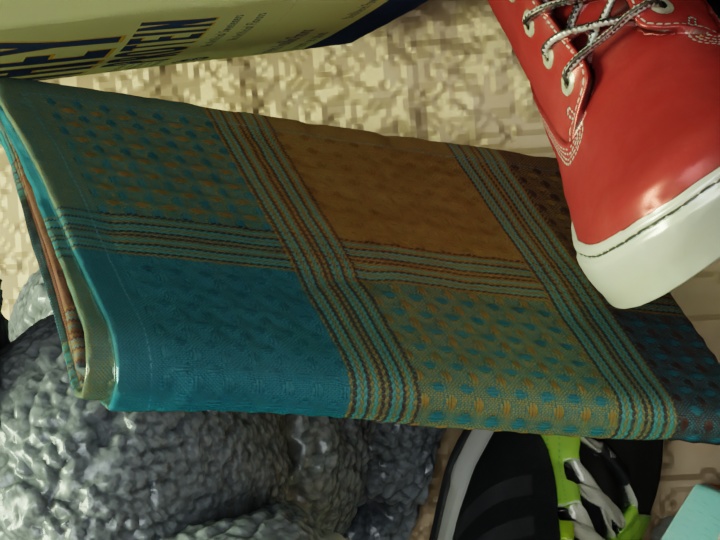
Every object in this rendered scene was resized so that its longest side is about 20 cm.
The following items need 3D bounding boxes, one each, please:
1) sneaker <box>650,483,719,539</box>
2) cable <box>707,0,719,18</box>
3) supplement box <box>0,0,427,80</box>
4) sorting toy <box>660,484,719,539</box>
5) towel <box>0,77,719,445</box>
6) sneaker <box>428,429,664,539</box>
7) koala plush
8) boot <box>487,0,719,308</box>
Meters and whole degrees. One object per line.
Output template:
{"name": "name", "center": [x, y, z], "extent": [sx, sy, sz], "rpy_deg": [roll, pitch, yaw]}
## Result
{"name": "sneaker", "center": [0.108, 0.132, 0.797], "extent": [0.077, 0.078, 0.200], "rpy_deg": [41, 100, -13]}
{"name": "cable", "center": [0.101, -0.150, 0.747], "extent": [0.163, 0.051, 0.201], "rpy_deg": [24, 136, 32]}
{"name": "supplement box", "center": [-0.094, -0.160, 0.749], "extent": [0.199, 0.134, 0.201], "rpy_deg": [-8, 89, -15]}
{"name": "sorting toy", "center": [0.161, 0.064, 0.697], "extent": [0.199, 0.107, 0.181], "rpy_deg": [4, 103, -28]}
{"name": "towel", "center": [0.000, 0.000, 0.733], "extent": [0.199, 0.147, 0.022], "rpy_deg": [7, 122, -24]}
{"name": "sneaker", "center": [0.057, 0.105, 0.758], "extent": [0.072, 0.083, 0.201], "rpy_deg": [44, 60, -27]}
{"name": "koala plush", "center": [-0.064, 0.051, 0.757], "extent": [0.177, 0.200, 0.184], "rpy_deg": [37, 99, 8]}
{"name": "boot", "center": [0.059, -0.075, 0.713], "extent": [0.072, 0.200, 0.145], "rpy_deg": [-32, 101, 7]}
